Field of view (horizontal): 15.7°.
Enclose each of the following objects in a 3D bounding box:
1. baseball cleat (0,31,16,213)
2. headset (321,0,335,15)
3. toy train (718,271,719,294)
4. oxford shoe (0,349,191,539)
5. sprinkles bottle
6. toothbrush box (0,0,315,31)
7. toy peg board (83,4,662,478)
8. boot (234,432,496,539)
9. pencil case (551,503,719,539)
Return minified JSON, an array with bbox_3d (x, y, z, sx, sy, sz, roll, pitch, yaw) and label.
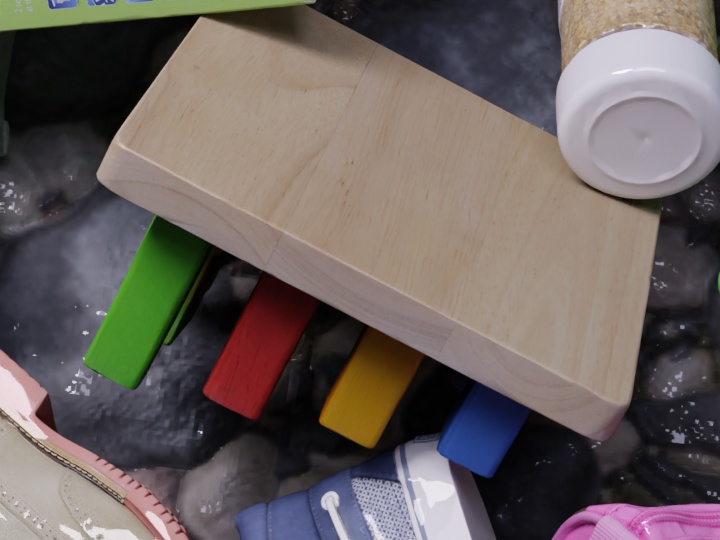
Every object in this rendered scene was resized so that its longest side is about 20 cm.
[{"bbox_3d":[-0.191,-0.089,1.085,0.106,0.070,0.200,3,49,6],"label":"baseball cleat"},{"bbox_3d":[0.013,-0.187,1.122,0.094,0.124,0.200,39,84,20],"label":"headset"},{"bbox_3d":[0.176,-0.074,1.045,0.042,0.056,0.201,0,93,-38],"label":"toy train"},{"bbox_3d":[-0.114,0.104,0.968,0.074,0.071,0.200,-40,58,-20],"label":"oxford shoe"},{"bbox_3d":[0.114,-0.118,1.084,0.068,0.068,0.200,4,43,-1],"label":"sprinkles bottle"},{"bbox_3d":[-0.121,-0.175,1.002,0.199,0.146,0.086,-6,28,-2],"label":"toothbrush box"},{"bbox_3d":[0.000,0.000,0.995,0.199,0.098,0.200,28,26,-2],"label":"toy peg board"},{"bbox_3d":[0.020,0.164,0.946,0.090,0.073,0.200,-21,64,9],"label":"boot"},{"bbox_3d":[0.158,0.118,0.929,0.200,0.094,0.091,-2,37,-28],"label":"pencil case"}]
